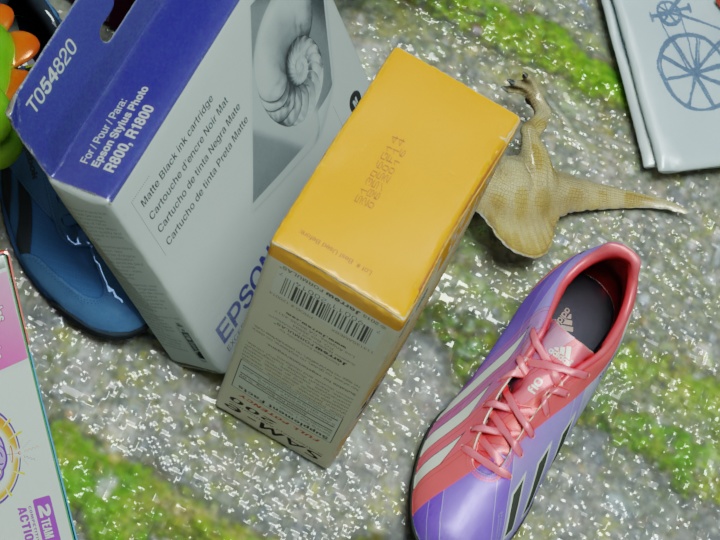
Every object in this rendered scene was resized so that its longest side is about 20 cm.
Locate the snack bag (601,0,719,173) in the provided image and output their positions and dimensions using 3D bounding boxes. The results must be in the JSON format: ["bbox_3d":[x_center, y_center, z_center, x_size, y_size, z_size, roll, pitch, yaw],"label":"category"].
[{"bbox_3d":[0.241,-0.150,1.217,0.199,0.021,0.189,-6,69,-21],"label":"snack bag"}]

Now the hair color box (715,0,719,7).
[{"bbox_3d":[0.316,-0.213,1.195,0.200,0.111,0.064,-38,82,-29],"label":"hair color box"}]

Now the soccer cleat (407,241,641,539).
[{"bbox_3d":[0.088,0.067,1.050,0.068,0.073,0.200,34,62,1],"label":"soccer cleat"}]

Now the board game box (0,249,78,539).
[{"bbox_3d":[-0.246,0.087,0.934,0.199,0.040,0.154,-14,95,-19],"label":"board game box"}]

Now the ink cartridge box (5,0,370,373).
[{"bbox_3d":[-0.076,-0.084,1.013,0.040,0.200,0.200,10,58,31],"label":"ink cartridge box"}]

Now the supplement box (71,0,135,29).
[{"bbox_3d":[-0.141,-0.216,1.104,0.200,0.086,0.111,32,63,0],"label":"supplement box"}]

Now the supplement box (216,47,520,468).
[{"bbox_3d":[0.000,0.000,0.984,0.073,0.200,0.126,30,64,3],"label":"supplement box"}]

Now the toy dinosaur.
[{"bbox_3d":[0.089,-0.053,1.118,0.199,0.058,0.102,-3,66,-43],"label":"toy dinosaur"}]

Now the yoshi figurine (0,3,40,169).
[{"bbox_3d":[-0.242,-0.118,1.002,0.112,0.112,0.200,11,36,-50],"label":"yoshi figurine"}]

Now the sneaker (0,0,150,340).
[{"bbox_3d":[-0.156,-0.061,1.038,0.066,0.078,0.201,-17,74,-23],"label":"sneaker"}]
